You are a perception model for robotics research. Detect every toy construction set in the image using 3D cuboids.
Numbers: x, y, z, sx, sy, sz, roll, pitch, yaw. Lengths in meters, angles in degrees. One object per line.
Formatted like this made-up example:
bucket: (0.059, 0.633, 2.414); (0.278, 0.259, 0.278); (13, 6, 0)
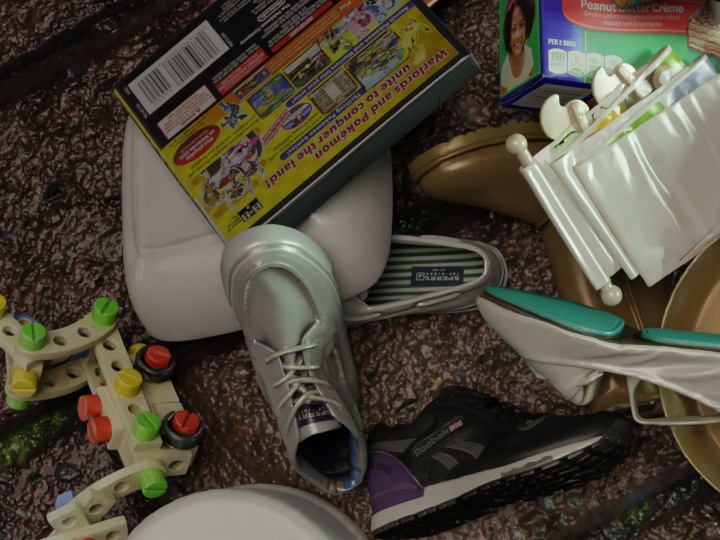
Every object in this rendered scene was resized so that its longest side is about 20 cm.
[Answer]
toy construction set: (-0.185, 0.101, 1.296); (0.131, 0.092, 0.201); (-2, 59, -29)

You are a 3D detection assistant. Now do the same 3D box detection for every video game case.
video game case: (-0.047, -0.126, 1.259); (0.200, 0.026, 0.181); (-40, 54, 1)

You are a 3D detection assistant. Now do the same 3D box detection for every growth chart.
growth chart: (0.196, -0.071, 1.214); (0.199, 0.018, 0.145); (-28, 96, -21)

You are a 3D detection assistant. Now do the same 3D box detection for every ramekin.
ramekin: (-0.081, 0.238, 1.263); (0.199, 0.098, 0.202); (-3, 77, 12)

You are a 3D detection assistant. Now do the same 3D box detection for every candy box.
candy box: (0.179, -0.207, 1.277); (0.168, 0.077, 0.201); (4, 77, -22)

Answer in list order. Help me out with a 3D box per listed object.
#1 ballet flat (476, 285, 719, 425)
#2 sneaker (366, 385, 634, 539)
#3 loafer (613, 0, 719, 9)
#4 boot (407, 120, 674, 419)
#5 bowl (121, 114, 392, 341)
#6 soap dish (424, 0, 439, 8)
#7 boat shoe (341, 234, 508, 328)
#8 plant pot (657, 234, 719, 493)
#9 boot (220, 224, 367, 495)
ballet flat: (0.162, 0.059, 1.173); (0.199, 0.069, 0.070); (12, 81, 18)
sneaker: (0.081, 0.109, 1.244); (0.199, 0.076, 0.088); (-22, 67, 30)
loafer: (0.180, -0.198, 1.204); (0.199, 0.073, 0.073); (26, 93, -16)
boot: (0.136, 0.001, 1.254); (0.174, 0.066, 0.201); (-9, 73, -24)
bowl: (-0.082, -0.066, 1.305); (0.199, 0.075, 0.201); (-14, 58, 19)
soap dish: (0.016, -0.275, 1.360); (0.157, 0.081, 0.200); (-41, 73, 1)
boat shoe: (0.000, 0.000, 1.312); (0.199, 0.067, 0.074); (-9, 76, 10)
plant pot: (0.283, 0.057, 1.171); (0.199, 0.027, 0.201); (-2, 85, 23)
boot: (-0.034, 0.063, 1.230); (0.073, 0.200, 0.096); (-20, 49, 4)
